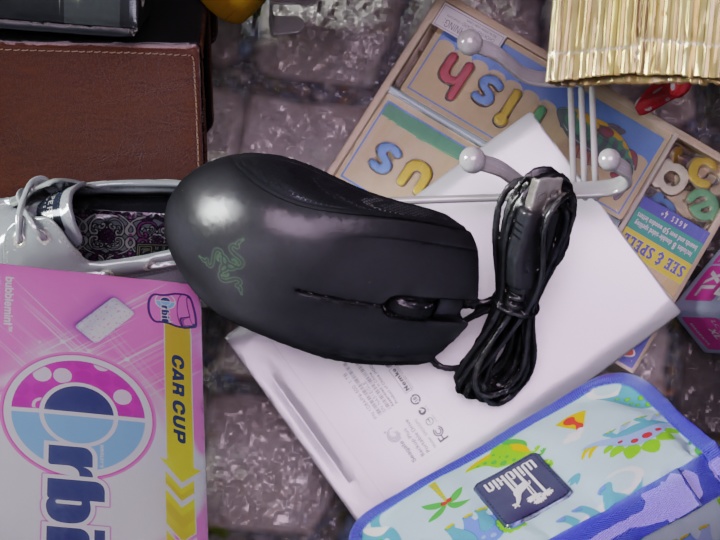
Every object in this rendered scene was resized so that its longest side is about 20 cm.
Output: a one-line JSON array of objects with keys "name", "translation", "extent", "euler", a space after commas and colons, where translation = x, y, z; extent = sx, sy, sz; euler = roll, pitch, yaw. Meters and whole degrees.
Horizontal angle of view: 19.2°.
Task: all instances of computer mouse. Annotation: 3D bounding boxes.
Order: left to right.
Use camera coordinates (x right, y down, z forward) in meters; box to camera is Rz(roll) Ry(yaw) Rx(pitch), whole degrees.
[{"name": "computer mouse", "translation": [0.000, 0.000, 1.043], "extent": [0.199, 0.053, 0.139], "euler": [12, 120, -4]}]

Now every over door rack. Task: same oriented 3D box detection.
[{"name": "over door rack", "translation": [0.037, -0.100, 1.106], "extent": [0.199, 0.067, 0.148], "euler": [-7, 62, 16]}]

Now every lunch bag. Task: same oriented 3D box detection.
[{"name": "lunch bag", "translation": [0.087, 0.140, 1.025], "extent": [0.170, 0.200, 0.128], "euler": [-29, 84, -7]}]

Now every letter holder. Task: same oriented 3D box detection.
[{"name": "letter holder", "translation": [-0.178, -0.099, 1.137], "extent": [0.199, 0.142, 0.101], "euler": [1, 45, 0]}]

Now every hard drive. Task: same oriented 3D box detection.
[{"name": "hard drive", "translation": [0.048, 0.029, 1.119], "extent": [0.200, 0.027, 0.132], "euler": [-36, 83, 0]}]

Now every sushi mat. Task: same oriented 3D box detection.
[{"name": "sushi mat", "translation": [0.145, -0.189, 1.052], "extent": [0.095, 0.012, 0.201], "euler": [3, 82, 21]}]

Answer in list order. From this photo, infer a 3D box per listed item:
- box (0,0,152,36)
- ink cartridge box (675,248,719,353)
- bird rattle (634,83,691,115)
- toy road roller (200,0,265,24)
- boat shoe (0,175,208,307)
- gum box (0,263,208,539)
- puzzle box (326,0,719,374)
[{"name": "box", "translation": [-0.178, -0.218, 1.017], "extent": [0.158, 0.046, 0.201], "euler": [5, 112, 3]}, {"name": "ink cartridge box", "translation": [0.251, -0.008, 1.063], "extent": [0.119, 0.200, 0.042], "euler": [-48, 110, -16]}, {"name": "bird rattle", "translation": [0.182, -0.189, 1.131], "extent": [0.112, 0.163, 0.201], "euler": [11, 65, 19]}, {"name": "toy road roller", "translation": [-0.051, -0.217, 1.057], "extent": [0.200, 0.123, 0.146], "euler": [43, 70, -5]}, {"name": "boat shoe", "translation": [-0.149, -0.021, 1.097], "extent": [0.200, 0.072, 0.070], "euler": [-1, 56, -6]}, {"name": "gum box", "translation": [-0.136, 0.096, 1.024], "extent": [0.113, 0.066, 0.200], "euler": [7, 49, -14]}, {"name": "puzzle box", "translation": [0.093, -0.047, 1.159], "extent": [0.200, 0.025, 0.133], "euler": [30, 79, 5]}]
